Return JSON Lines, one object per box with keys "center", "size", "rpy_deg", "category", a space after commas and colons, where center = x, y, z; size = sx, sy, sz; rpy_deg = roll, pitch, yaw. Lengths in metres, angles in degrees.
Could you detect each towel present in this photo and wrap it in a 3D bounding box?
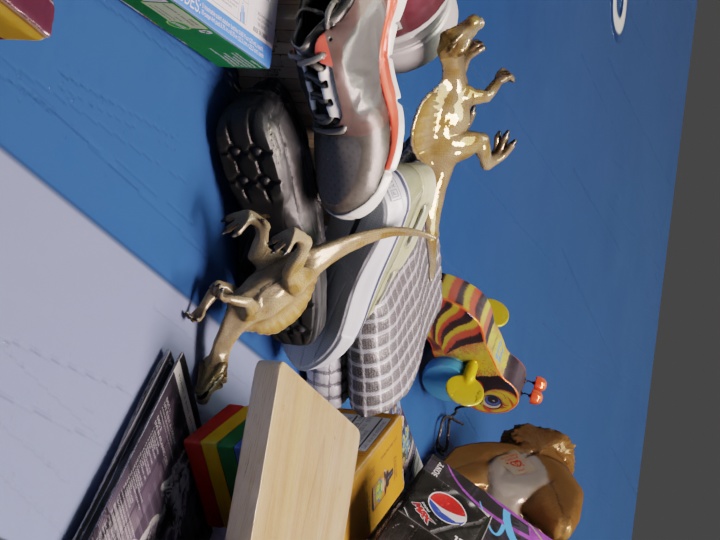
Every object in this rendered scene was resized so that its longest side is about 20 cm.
{"center": [0.017, -0.003, 1.773], "size": [0.200, 0.085, 0.167], "rpy_deg": [-59, 149, -55], "category": "towel"}

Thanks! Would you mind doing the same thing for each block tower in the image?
{"center": [-0.048, -0.119, 1.593], "size": [0.054, 0.057, 0.201], "rpy_deg": [-67, 154, -46], "category": "block tower"}

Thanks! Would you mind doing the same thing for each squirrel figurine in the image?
{"center": [0.140, 0.252, 2.128], "size": [0.200, 0.141, 0.188], "rpy_deg": [-56, 157, -58], "category": "squirrel figurine"}

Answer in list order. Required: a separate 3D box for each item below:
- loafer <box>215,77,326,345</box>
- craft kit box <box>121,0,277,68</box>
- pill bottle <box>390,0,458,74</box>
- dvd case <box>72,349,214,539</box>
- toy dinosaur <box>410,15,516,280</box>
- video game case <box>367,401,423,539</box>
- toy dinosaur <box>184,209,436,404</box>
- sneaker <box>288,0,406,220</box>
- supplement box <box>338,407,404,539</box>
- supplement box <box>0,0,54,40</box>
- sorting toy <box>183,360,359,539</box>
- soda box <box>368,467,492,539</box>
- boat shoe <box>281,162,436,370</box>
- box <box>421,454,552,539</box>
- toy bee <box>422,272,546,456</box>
{"center": [-0.053, -0.039, 1.573], "size": [0.070, 0.068, 0.202], "rpy_deg": [-54, 142, -48], "category": "loafer"}
{"center": [-0.097, -0.248, 1.427], "size": [0.200, 0.048, 0.199], "rpy_deg": [30, 68, -70], "category": "craft kit box"}
{"center": [0.006, -0.236, 1.636], "size": [0.200, 0.113, 0.115], "rpy_deg": [62, 36, -59], "category": "pill bottle"}
{"center": [-0.138, 0.172, 1.439], "size": [0.201, 0.016, 0.149], "rpy_deg": [-66, 154, -47], "category": "dvd case"}
{"center": [0.068, -0.102, 1.705], "size": [0.101, 0.058, 0.201], "rpy_deg": [-16, 118, -51], "category": "toy dinosaur"}
{"center": [0.014, 0.227, 1.920], "size": [0.183, 0.023, 0.201], "rpy_deg": [71, 30, -52], "category": "video game case"}
{"center": [-0.052, 0.002, 1.523], "size": [0.200, 0.058, 0.101], "rpy_deg": [-38, 142, -6], "category": "toy dinosaur"}
{"center": [-0.021, -0.134, 1.509], "size": [0.082, 0.077, 0.202], "rpy_deg": [-4, 100, -44], "category": "sneaker"}
{"center": [-0.023, 0.172, 1.724], "size": [0.200, 0.068, 0.067], "rpy_deg": [-41, 133, -64], "category": "supplement box"}
{"center": [-0.213, -0.162, 0.829], "size": [0.103, 0.199, 0.132], "rpy_deg": [37, 59, -70], "category": "supplement box"}
{"center": [-0.072, 0.180, 1.513], "size": [0.199, 0.069, 0.201], "rpy_deg": [49, 48, -67], "category": "sorting toy"}
{"center": [0.019, 0.248, 1.710], "size": [0.200, 0.071, 0.063], "rpy_deg": [-57, 178, 33], "category": "soda box"}
{"center": [0.000, 0.000, 1.621], "size": [0.062, 0.072, 0.200], "rpy_deg": [-14, 149, -37], "category": "boat shoe"}
{"center": [0.116, 0.247, 1.900], "size": [0.036, 0.199, 0.143], "rpy_deg": [-58, 175, 22], "category": "box"}
{"center": [0.116, 0.084, 2.069], "size": [0.200, 0.108, 0.132], "rpy_deg": [63, 34, -58], "category": "toy bee"}
